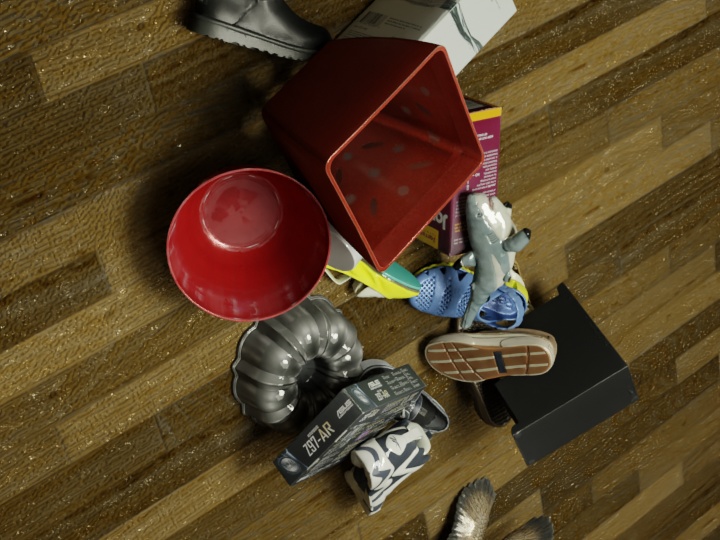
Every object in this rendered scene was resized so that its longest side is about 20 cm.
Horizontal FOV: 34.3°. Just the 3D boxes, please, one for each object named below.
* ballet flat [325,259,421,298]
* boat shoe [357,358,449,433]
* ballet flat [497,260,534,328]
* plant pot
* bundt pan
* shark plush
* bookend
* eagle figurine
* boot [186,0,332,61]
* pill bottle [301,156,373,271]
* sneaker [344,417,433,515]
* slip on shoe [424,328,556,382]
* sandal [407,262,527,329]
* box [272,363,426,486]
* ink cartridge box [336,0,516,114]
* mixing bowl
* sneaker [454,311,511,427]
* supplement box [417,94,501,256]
[{"bbox_3d":[0.000,0.000,1.626,0.199,0.067,0.067,31,110,-39],"label":"ballet flat"},{"bbox_3d":[0.061,0.195,1.744,0.199,0.068,0.072,37,84,-41],"label":"boat shoe"},{"bbox_3d":[0.238,0.050,1.829,0.068,0.063,0.201,-40,129,-16],"label":"ballet flat"},{"bbox_3d":[0.001,-0.159,1.384,0.200,0.175,0.201,-47,140,-15],"label":"plant pot"},{"bbox_3d":[-0.076,0.138,1.606,0.200,0.075,0.205,-15,117,-33],"label":"bundt pan"},{"bbox_3d":[0.165,-0.018,1.620,0.082,0.091,0.202,1,131,-17],"label":"shark plush"},{"bbox_3d":[0.284,0.156,1.780,0.198,0.199,0.093,-31,135,-1],"label":"bookend"},{"bbox_3d":[0.207,0.468,1.944,0.150,0.151,0.202,22,105,-32],"label":"eagle figurine"},{"bbox_3d":[-0.100,-0.339,1.384,0.209,0.079,0.160,8,103,-40],"label":"boot"},{"bbox_3d":[0.011,-0.100,1.522,0.201,0.112,0.114,-54,133,-26],"label":"pill bottle"},{"bbox_3d":[0.049,0.283,1.716,0.128,0.080,0.200,-27,151,-17],"label":"sneaker"},{"bbox_3d":[0.196,0.118,1.746,0.061,0.197,0.077,-55,134,-55],"label":"slip on shoe"},{"bbox_3d":[0.165,0.042,1.723,0.197,0.087,0.081,6,112,-13],"label":"sandal"},{"bbox_3d":[-0.012,0.211,1.605,0.160,0.044,0.199,-48,163,24],"label":"box"},{"bbox_3d":[0.081,-0.311,1.496,0.200,0.146,0.083,-47,130,-12],"label":"ink cartridge box"},{"bbox_3d":[-0.140,-0.052,1.432,0.197,0.109,0.203,-5,118,-9],"label":"mixing bowl"},{"bbox_3d":[0.179,0.148,1.828,0.070,0.075,0.203,-17,97,-20],"label":"sneaker"},{"bbox_3d":[0.127,-0.137,1.630,0.085,0.110,0.203,-15,117,-32],"label":"supplement box"}]
